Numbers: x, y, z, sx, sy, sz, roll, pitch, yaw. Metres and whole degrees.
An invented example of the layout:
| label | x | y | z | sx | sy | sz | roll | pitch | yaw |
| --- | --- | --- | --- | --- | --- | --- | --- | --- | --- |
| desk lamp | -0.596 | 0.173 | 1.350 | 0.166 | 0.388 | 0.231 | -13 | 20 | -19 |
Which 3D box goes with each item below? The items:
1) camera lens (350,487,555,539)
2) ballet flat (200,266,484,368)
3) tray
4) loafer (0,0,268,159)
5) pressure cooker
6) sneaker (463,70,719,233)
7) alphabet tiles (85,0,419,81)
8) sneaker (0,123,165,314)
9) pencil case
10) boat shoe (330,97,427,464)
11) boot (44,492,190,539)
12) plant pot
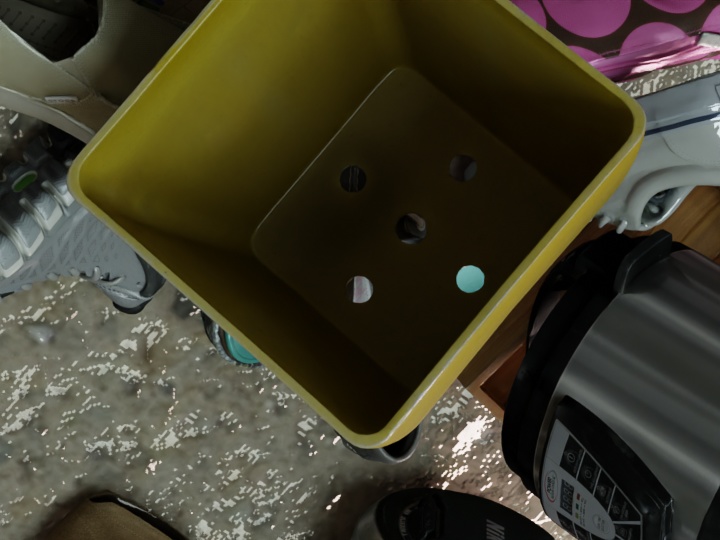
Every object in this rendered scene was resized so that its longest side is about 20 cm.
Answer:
| label | x | y | z | sx | sy | sz | roll | pitch | yaw |
| --- | --- | --- | --- | --- | --- | --- | --- | --- | --- |
| camera lens | 0.044 | 0.247 | 1.526 | 0.159 | 0.160 | 0.201 | 10 | 113 | -31 |
| ballet flat | 0.000 | 0.000 | 1.414 | 0.199 | 0.072 | 0.072 | -15 | 124 | -19 |
| tray | 0.155 | 0.019 | 1.526 | 0.200 | 0.037 | 0.099 | -45 | 128 | 3 |
| loafer | -0.131 | -0.108 | 1.250 | 0.199 | 0.076 | 0.068 | 13 | 146 | -21 |
| pressure cooker | 0.176 | 0.080 | 1.431 | 0.177 | 0.200 | 0.178 | -59 | 152 | 5 |
| sneaker | 0.136 | -0.053 | 1.380 | 0.073 | 0.199 | 0.071 | -15 | 89 | -42 |
| alphabet tiles | -0.032 | -0.133 | 1.295 | 0.167 | 0.008 | 0.200 | 29 | 132 | -36 |
| sneaker | -0.165 | 0.000 | 1.328 | 0.200 | 0.075 | 0.116 | -37 | 131 | -4 |
| pencil case | 0.129 | -0.129 | 1.385 | 0.199 | 0.094 | 0.091 | -17 | 140 | -15 |
| boat shoe | 0.017 | 0.008 | 1.353 | 0.066 | 0.057 | 0.201 | -5 | 108 | -23 |
| boot | -0.098 | 0.207 | 1.458 | 0.200 | 0.074 | 0.076 | 38 | 88 | -12 |
| plant pot | 0.010 | -0.039 | 1.224 | 0.200 | 0.200 | 0.176 | -49 | 165 | -2 |
